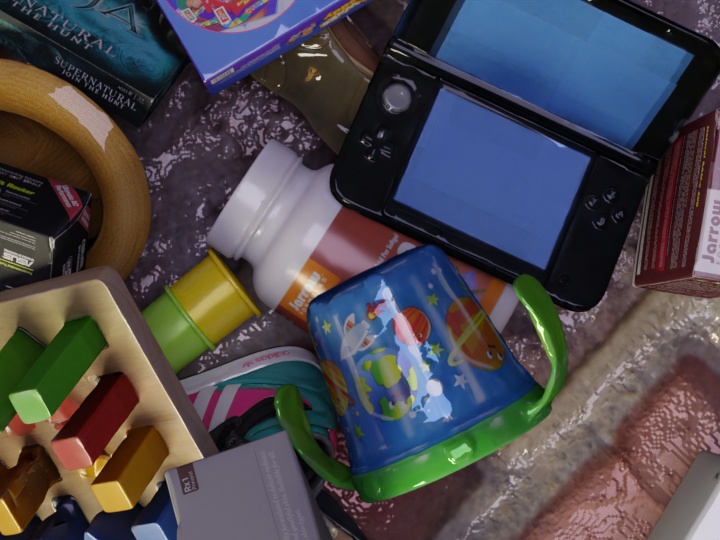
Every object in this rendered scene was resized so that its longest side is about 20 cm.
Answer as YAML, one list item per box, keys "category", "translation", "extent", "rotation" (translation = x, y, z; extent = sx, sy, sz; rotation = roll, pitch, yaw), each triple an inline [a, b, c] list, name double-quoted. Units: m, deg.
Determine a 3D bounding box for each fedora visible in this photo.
- category: "fedora"
  translation: [-0.222, -0.067, 1.475]
  extent: [0.200, 0.082, 0.201]
  rotation: [10, 121, 17]

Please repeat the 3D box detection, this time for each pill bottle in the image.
- category: "pill bottle"
  translation: [0.000, 0.000, 1.488]
  extent: [0.200, 0.112, 0.112]
  rotation: [33, 87, -1]

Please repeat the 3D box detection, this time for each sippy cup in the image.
- category: "sippy cup"
  translation: [0.033, 0.059, 1.380]
  extent: [0.177, 0.140, 0.131]
  rotation: [-27, 91, -8]

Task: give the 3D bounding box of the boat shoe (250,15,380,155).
- category: "boat shoe"
  translation: [-0.034, -0.153, 1.516]
  extent: [0.072, 0.068, 0.200]
  rotation: [-41, 92, 20]

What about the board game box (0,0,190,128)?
- category: "board game box"
  translation: [-0.207, -0.185, 1.478]
  extent: [0.199, 0.135, 0.028]
  rotation: [31, 125, -3]

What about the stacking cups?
- category: "stacking cups"
  translation: [-0.162, 0.068, 1.511]
  extent: [0.200, 0.061, 0.061]
  rotation: [-38, 90, 2]

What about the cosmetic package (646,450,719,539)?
- category: "cosmetic package"
  translation: [0.272, 0.259, 1.489]
  extent: [0.200, 0.123, 0.200]
  rotation: [32, 87, -3]

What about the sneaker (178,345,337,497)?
- category: "sneaker"
  translation: [-0.100, 0.135, 1.468]
  extent: [0.199, 0.121, 0.084]
  rotation: [-24, 130, -7]

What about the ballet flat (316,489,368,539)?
- category: "ballet flat"
  translation: [-0.024, 0.196, 1.502]
  extent: [0.200, 0.073, 0.073]
  rotation: [38, 87, -1]

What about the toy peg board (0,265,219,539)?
- category: "toy peg board"
  translation: [-0.208, 0.122, 1.394]
  extent: [0.199, 0.098, 0.200]
  rotation: [-13, 116, 31]

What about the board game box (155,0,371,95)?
- category: "board game box"
  translation: [-0.049, -0.226, 1.455]
  extent: [0.199, 0.045, 0.135]
  rotation: [-30, 82, -2]

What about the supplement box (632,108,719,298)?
- category: "supplement box"
  translation: [0.234, -0.040, 1.457]
  extent: [0.061, 0.200, 0.109]
  rotation: [9, 88, -3]

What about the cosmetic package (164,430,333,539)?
- category: "cosmetic package"
  translation: [-0.050, 0.198, 1.359]
  extent: [0.090, 0.200, 0.107]
  rotation: [-18, 56, -2]

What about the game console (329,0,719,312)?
- category: "game console"
  translation: [0.105, -0.094, 1.414]
  extent: [0.199, 0.118, 0.171]
  rotation: [24, 75, -4]

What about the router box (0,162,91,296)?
- category: "router box"
  translation: [-0.279, -0.005, 1.442]
  extent: [0.199, 0.062, 0.150]
  rotation: [19, 126, 10]
